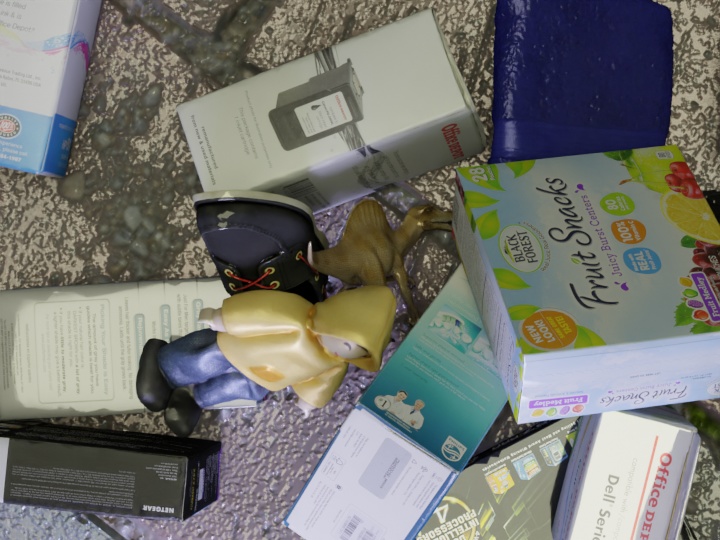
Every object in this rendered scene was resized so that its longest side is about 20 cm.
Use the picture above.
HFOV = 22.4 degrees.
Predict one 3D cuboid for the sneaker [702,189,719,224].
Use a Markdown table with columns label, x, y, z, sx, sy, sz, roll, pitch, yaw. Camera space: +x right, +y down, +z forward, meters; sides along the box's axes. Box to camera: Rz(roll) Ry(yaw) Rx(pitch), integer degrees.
| label | x | y | z | sx | sy | sz | roll | pitch | yaw |
| --- | --- | --- | --- | --- | --- | --- | --- | --- | --- |
| sneaker | 0.230 | 0.014 | 1.337 | 0.199 | 0.088 | 0.076 | -29 | 46 | -20 |

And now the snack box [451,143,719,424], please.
| label | x | y | z | sx | sy | sz | roll | pitch | yaw |
| --- | --- | --- | --- | --- | --- | --- | --- | --- | --- |
| snack box | 0.163 | 0.004 | 1.228 | 0.167 | 0.201 | 0.068 | -6 | 129 | -7 |

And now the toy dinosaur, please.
| label | x | y | z | sx | sy | sz | roll | pitch | yaw |
| --- | --- | --- | --- | --- | --- | --- | --- | --- | --- |
| toy dinosaur | 0.000 | 0.000 | 1.332 | 0.058 | 0.200 | 0.102 | 4 | 103 | 33 |

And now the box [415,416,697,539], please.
| label | x | y | z | sx | sy | sz | roll | pitch | yaw |
| --- | --- | --- | --- | --- | --- | --- | --- | --- | --- |
| box | 0.141 | 0.202 | 1.365 | 0.199 | 0.049 | 0.162 | -27 | 91 | 4 |

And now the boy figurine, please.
| label | x | y | z | sx | sy | sz | roll | pitch | yaw |
| --- | --- | --- | --- | --- | --- | --- | --- | --- | --- |
| boy figurine | -0.056 | 0.062 | 1.281 | 0.199 | 0.124 | 0.065 | -15 | 43 | 28 |

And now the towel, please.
| label | x | y | z | sx | sy | sz | roll | pitch | yaw |
| --- | --- | --- | --- | --- | --- | --- | --- | --- | --- |
| towel | 0.160 | -0.106 | 1.358 | 0.147 | 0.050 | 0.202 | 3 | 89 | -19 |

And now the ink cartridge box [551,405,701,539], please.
| label | x | y | z | sx | sy | sz | roll | pitch | yaw |
| --- | --- | --- | --- | --- | --- | --- | --- | --- | --- |
| ink cartridge box | 0.177 | 0.149 | 1.237 | 0.067 | 0.200 | 0.118 | 14 | 91 | 3 |

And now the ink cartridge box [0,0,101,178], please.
| label | x | y | z | sx | sy | sz | roll | pitch | yaw |
| --- | --- | --- | --- | --- | --- | --- | --- | --- | --- |
| ink cartridge box | -0.280 | -0.184 | 1.391 | 0.143 | 0.085 | 0.202 | 13 | 92 | 5 |

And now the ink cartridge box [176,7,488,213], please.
| label | x | y | z | sx | sy | sz | roll | pitch | yaw |
| --- | --- | --- | --- | --- | --- | --- | --- | --- | --- |
| ink cartridge box | -0.016 | -0.104 | 1.333 | 0.199 | 0.145 | 0.084 | -21 | 80 | 4 |

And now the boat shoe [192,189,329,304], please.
| label | x | y | z | sx | sy | sz | roll | pitch | yaw |
| --- | --- | --- | --- | --- | --- | --- | --- | --- | --- |
| boat shoe | -0.066 | -0.010 | 1.282 | 0.073 | 0.201 | 0.064 | 0 | 75 | 14 |

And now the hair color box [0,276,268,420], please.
| label | x | y | z | sx | sy | sz | roll | pitch | yaw |
| --- | --- | --- | --- | --- | --- | --- | --- | --- | --- |
| hair color box | -0.174 | 0.058 | 1.390 | 0.198 | 0.061 | 0.100 | -3 | 89 | 6 |

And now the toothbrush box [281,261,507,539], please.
| label | x | y | z | sx | sy | sz | roll | pitch | yaw |
| --- | --- | --- | --- | --- | --- | --- | --- | --- | --- |
| toothbrush box | 0.046 | 0.100 | 1.279 | 0.085 | 0.200 | 0.147 | 34 | 132 | 4 |

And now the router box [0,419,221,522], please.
| label | x | y | z | sx | sy | sz | roll | pitch | yaw |
| --- | --- | --- | --- | --- | --- | --- | --- | --- | --- |
| router box | -0.211 | 0.145 | 1.348 | 0.198 | 0.149 | 0.052 | 6 | 89 | 6 |
